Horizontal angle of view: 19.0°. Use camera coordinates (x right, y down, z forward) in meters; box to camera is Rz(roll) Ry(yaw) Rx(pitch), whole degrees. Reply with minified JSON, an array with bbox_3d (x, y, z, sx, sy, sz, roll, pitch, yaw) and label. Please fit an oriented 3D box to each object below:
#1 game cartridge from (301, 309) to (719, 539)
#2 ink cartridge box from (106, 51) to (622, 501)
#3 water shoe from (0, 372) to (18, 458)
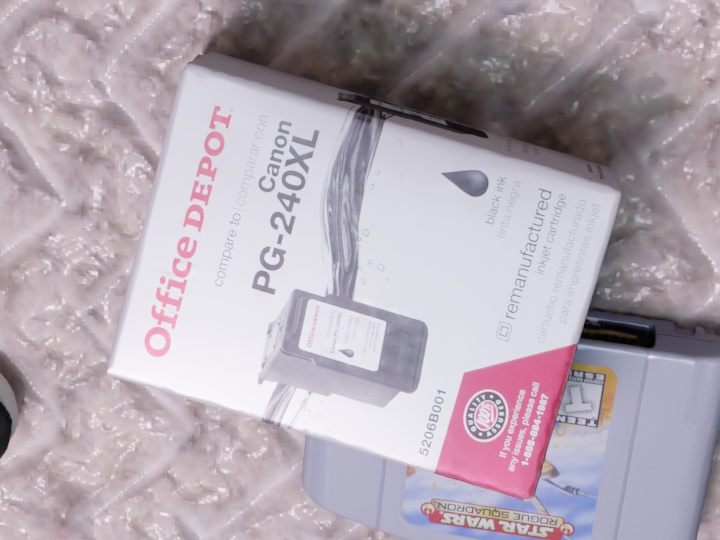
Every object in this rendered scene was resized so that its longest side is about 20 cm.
[{"bbox_3d":[0.072,0.078,1.040,0.198,0.042,0.134,8,116,4],"label":"game cartridge"},{"bbox_3d":[0.000,0.000,0.953,0.198,0.083,0.147,16,100,1],"label":"ink cartridge box"},{"bbox_3d":[-0.271,0.082,1.069,0.198,0.079,0.072,-8,118,13],"label":"water shoe"}]
